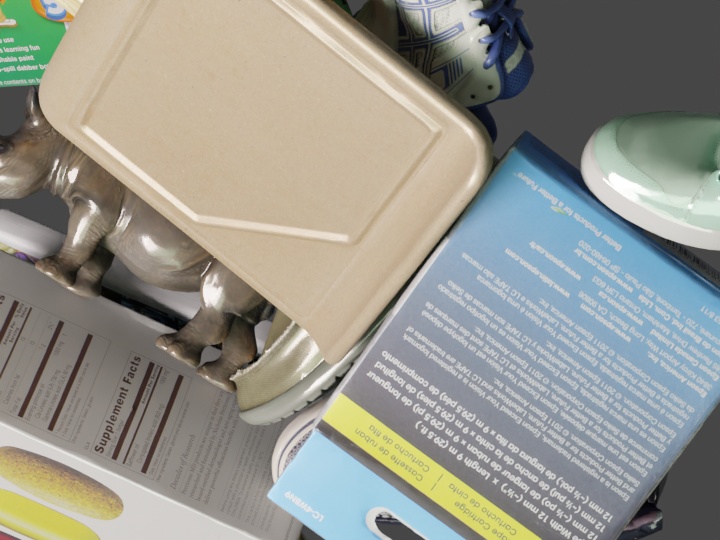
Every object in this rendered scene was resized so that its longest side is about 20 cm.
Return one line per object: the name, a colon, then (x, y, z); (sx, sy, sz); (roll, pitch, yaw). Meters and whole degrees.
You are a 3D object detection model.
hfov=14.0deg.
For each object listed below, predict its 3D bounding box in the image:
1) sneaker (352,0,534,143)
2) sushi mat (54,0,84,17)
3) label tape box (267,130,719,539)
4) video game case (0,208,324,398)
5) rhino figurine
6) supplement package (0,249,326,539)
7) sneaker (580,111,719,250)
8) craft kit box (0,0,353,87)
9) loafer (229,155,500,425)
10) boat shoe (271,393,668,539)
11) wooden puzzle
sneaker: (0.045, -0.122, 1.302); (0.088, 0.075, 0.200); (30, 147, 9)
sushi mat: (-0.112, -0.142, 1.356); (0.200, 0.012, 0.096); (39, 137, -6)
label tape box: (0.072, 0.059, 1.342); (0.143, 0.066, 0.200); (35, 104, 0)
video game case: (-0.118, 0.070, 1.604); (0.199, 0.023, 0.182); (23, 136, 12)
rhino figurine: (-0.125, -0.028, 1.482); (0.199, 0.088, 0.060); (33, 176, 1)
supplement package: (-0.129, 0.098, 1.516); (0.199, 0.110, 0.114); (24, 134, -5)
sneaker: (0.194, -0.067, 1.263); (0.199, 0.074, 0.119); (9, 137, 12)
craft kit box: (-0.124, -0.181, 1.369); (0.199, 0.049, 0.198); (-2, 124, 31)
loafer: (0.000, 0.000, 1.433); (0.070, 0.075, 0.200); (49, 118, 7)
boat shoe: (0.056, 0.097, 1.423); (0.199, 0.093, 0.075); (-8, 110, 1)
wooden puzzle: (-0.045, -0.071, 1.339); (0.200, 0.037, 0.185); (42, 140, 4)
